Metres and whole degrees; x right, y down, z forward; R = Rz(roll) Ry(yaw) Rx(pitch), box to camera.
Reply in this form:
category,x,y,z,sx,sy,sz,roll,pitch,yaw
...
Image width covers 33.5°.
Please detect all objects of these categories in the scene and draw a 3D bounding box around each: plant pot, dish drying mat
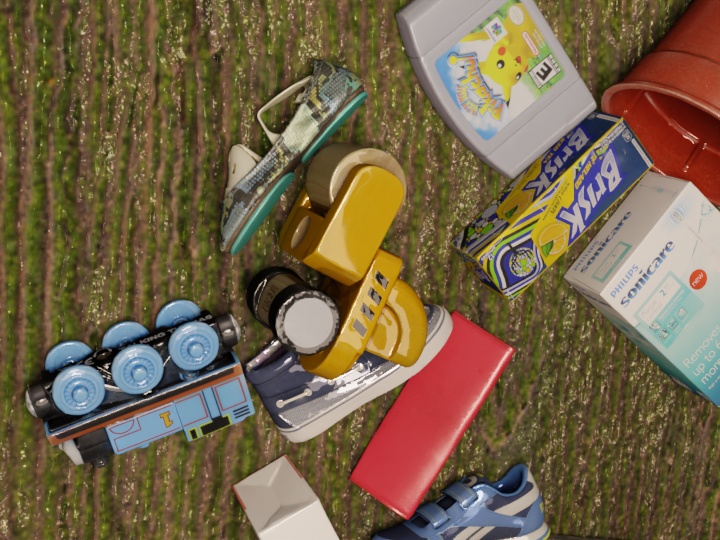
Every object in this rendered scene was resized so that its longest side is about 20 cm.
category,x,y,z,sx,sy,sz,roll,pitch,yaw
plant pot,0.369,-0.191,1.152,0.201,0.201,0.196,39,80,-22
dish drying mat,0.071,0.143,1.192,0.077,0.018,0.201,33,91,20

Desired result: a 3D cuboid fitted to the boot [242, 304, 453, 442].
category,x,y,z,sx,sy,sz,roll,pitch,yaw
boot,-0.010,0.074,1.137,0.200,0.073,0.091,-36,117,-7

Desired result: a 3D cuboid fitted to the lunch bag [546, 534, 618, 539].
category,x,y,z,sx,sy,sz,roll,pitch,yaw
lunch bag,0.250,0.394,1.277,0.163,0.118,0.201,9,95,-21

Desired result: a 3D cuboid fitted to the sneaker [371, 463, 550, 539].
category,x,y,z,sx,sy,sz,roll,pitch,yaw
sneaker,0.097,0.251,1.219,0.199,0.074,0.083,-10,101,-22

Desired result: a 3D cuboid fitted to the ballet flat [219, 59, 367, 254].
category,x,y,z,sx,sy,sz,roll,pitch,yaw
ballet flat,-0.078,-0.108,1.085,0.074,0.074,0.200,41,86,-22

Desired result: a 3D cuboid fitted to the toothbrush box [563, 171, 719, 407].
category,x,y,z,sx,sy,sz,roll,pitch,yaw
toothbrush box,0.333,0.018,1.235,0.200,0.085,0.147,41,87,-21

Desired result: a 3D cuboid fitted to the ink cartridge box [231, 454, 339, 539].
category,x,y,z,sx,sy,sz,roll,pitch,yaw
ink cartridge box,-0.043,0.292,1.154,0.067,0.116,0.201,-28,111,-11

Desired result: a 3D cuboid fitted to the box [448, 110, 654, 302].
category,x,y,z,sx,sy,sz,roll,pitch,yaw
box,0.187,-0.066,1.174,0.200,0.070,0.064,-44,114,-4

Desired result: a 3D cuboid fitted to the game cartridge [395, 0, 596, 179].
category,x,y,z,sx,sy,sz,roll,pitch,yaw
game cartridge,0.127,-0.193,1.144,0.133,0.040,0.200,-39,111,-3

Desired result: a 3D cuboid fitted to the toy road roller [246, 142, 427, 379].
category,x,y,z,sx,sy,sz,roll,pitch,yaw
toy road roller,0.000,0.000,1.059,0.145,0.123,0.201,25,92,-21

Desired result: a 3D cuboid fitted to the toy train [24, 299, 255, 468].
category,x,y,z,sx,sy,sz,roll,pitch,yaw
toy train,-0.195,0.107,1.078,0.199,0.087,0.115,-21,114,-13
